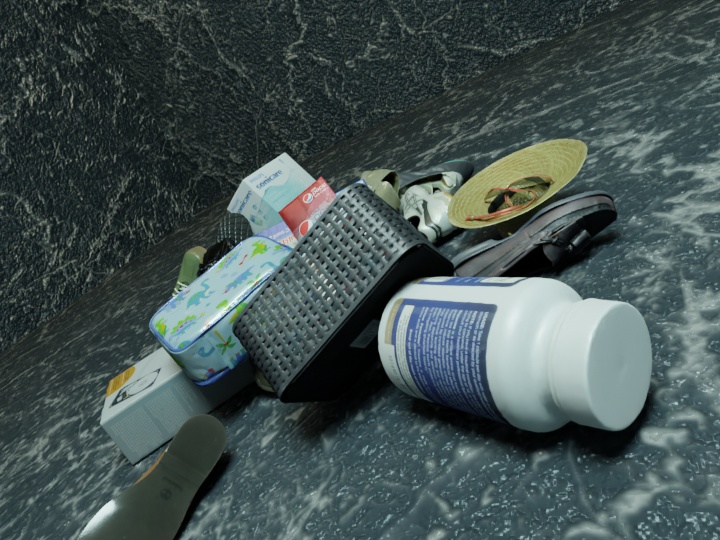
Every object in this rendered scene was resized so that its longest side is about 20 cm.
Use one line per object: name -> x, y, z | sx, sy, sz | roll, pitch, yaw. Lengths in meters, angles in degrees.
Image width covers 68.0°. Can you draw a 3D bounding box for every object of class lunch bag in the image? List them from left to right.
lunch bag -> -0.165, 0.043, 0.691 | 0.200, 0.083, 0.160 | -42, 33, -21

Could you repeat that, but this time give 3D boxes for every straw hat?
straw hat -> 0.210, -0.079, 0.688 | 0.199, 0.086, 0.202 | -29, 21, 12

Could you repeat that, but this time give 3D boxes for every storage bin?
storage bin -> -0.014, 0.030, 0.543 | 0.201, 0.094, 0.135 | -50, -27, 9

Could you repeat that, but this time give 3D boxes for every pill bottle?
pill bottle -> 0.112, 0.062, 0.424 | 0.111, 0.112, 0.199 | -39, 21, -28

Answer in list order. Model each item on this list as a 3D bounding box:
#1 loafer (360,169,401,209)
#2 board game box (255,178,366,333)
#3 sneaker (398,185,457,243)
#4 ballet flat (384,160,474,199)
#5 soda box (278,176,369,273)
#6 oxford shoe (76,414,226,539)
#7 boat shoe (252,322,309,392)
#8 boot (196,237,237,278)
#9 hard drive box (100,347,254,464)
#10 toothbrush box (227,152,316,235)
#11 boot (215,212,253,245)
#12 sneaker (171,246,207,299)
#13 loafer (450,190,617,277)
loafer -> 0.032, -0.113, 0.914 | 0.068, 0.076, 0.202 | -21, 41, 24
board game box -> -0.045, -0.016, 0.796 | 0.198, 0.041, 0.201 | -27, 55, 4
sneaker -> 0.094, -0.090, 0.904 | 0.087, 0.076, 0.200 | -39, 16, -8
ballet flat -> 0.137, -0.161, 1.025 | 0.197, 0.074, 0.073 | -12, 15, -13
soda box -> -0.020, -0.024, 0.641 | 0.063, 0.070, 0.200 | -38, -26, 0
oxford shoe -> -0.211, 0.241, 0.536 | 0.200, 0.071, 0.071 | -49, -1, -45
boat shoe -> -0.042, 0.090, 0.665 | 0.198, 0.073, 0.068 | -30, -9, 16
boot -> -0.171, 0.016, 0.865 | 0.076, 0.169, 0.201 | -26, 18, 20
hard drive box -> -0.260, 0.158, 0.776 | 0.199, 0.077, 0.156 | -34, 20, -14
toothbrush box -> -0.122, -0.104, 0.997 | 0.085, 0.200, 0.147 | -45, 4, 40
boot -> -0.247, 0.007, 0.961 | 0.069, 0.203, 0.131 | 8, -16, -32
sneaker -> -0.277, 0.069, 0.864 | 0.066, 0.203, 0.090 | 20, 32, 22
loafer -> 0.195, -0.016, 0.600 | 0.198, 0.072, 0.064 | -27, 46, 19
